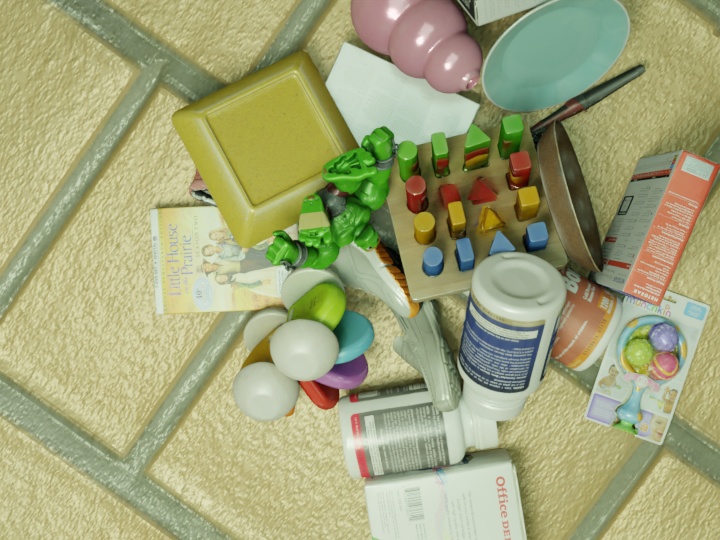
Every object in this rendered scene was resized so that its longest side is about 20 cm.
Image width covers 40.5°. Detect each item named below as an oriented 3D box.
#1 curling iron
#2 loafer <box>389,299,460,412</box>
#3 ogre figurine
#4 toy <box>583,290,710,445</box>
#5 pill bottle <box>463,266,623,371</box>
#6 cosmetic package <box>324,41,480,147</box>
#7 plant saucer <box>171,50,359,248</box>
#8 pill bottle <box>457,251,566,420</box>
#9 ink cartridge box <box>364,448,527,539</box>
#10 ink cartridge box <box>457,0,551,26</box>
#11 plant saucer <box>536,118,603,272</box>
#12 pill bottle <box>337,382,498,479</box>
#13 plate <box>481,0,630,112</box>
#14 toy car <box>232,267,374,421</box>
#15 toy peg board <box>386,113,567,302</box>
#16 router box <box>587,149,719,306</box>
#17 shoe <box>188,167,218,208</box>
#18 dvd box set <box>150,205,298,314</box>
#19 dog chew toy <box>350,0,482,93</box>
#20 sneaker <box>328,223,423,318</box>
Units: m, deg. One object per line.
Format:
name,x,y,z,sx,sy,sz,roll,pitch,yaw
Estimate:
curling iron,0.293,-0.212,1.296,0.200,0.026,0.050,-34,55,-1
loafer,0.078,0.099,1.262,0.070,0.070,0.201,-24,51,12
ogre figurine,-0.023,-0.074,1.171,0.098,0.120,0.201,19,78,18
toy,0.388,0.125,1.302,0.115,0.047,0.201,19,93,-1
pill bottle,0.229,0.036,1.269,0.200,0.112,0.112,30,93,-1
cosmetic package,0.037,-0.190,1.293,0.199,0.052,0.151,25,91,0
plant saucer,-0.108,-0.160,1.225,0.200,0.048,0.200,-28,85,-10
pill bottle,0.177,0.086,1.181,0.111,0.111,0.201,6,130,1
ink cartridge box,0.113,0.328,1.299,0.199,0.088,0.146,-9,94,3
ink cartridge box,0.193,-0.398,1.209,0.199,0.047,0.198,-21,49,-6
plant saucer,0.262,-0.090,1.227,0.034,0.200,0.201,-16,92,19
pill bottle,0.076,0.205,1.281,0.199,0.111,0.111,-9,93,2
plate,0.243,-0.278,1.230,0.199,0.200,0.026,-21,60,2
toy car,-0.063,0.107,1.234,0.150,0.175,0.200,33,119,-17
toy peg board,0.135,-0.086,1.195,0.199,0.098,0.200,-13,74,2
router box,0.360,-0.054,1.219,0.049,0.200,0.180,22,94,0
shoe,-0.122,-0.111,1.277,0.199,0.072,0.091,16,67,5
dvd box set,-0.180,-0.017,1.316,0.199,0.029,0.147,-2,93,1
dog chew toy,0.077,-0.301,1.232,0.124,0.125,0.200,-41,70,3
sneaker,0.000,0.000,1.281,0.092,0.076,0.200,-50,64,19
